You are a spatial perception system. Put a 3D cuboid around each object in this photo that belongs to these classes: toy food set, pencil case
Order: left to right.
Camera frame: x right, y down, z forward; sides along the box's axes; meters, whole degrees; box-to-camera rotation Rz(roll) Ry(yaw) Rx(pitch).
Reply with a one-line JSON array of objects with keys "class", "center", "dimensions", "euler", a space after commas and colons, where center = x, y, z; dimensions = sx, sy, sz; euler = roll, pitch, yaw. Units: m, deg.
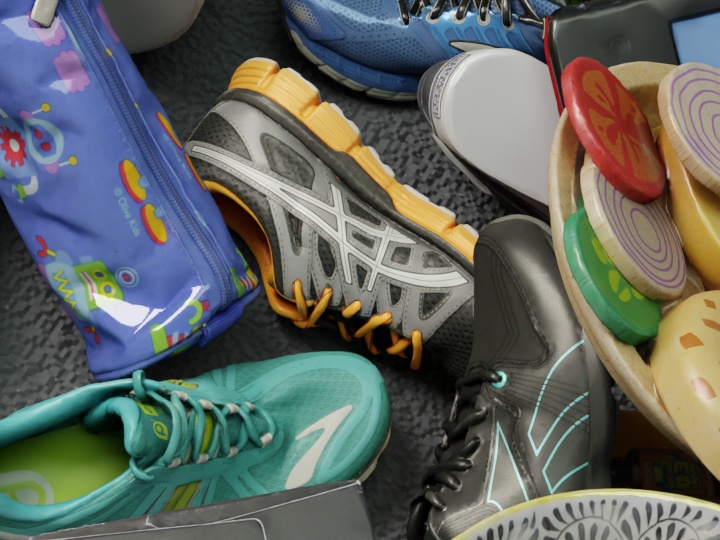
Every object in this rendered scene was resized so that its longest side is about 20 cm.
[{"class": "pencil case", "center": [-0.112, -0.054, 0.819], "dimensions": [0.078, 0.087, 0.201], "euler": [-37, 109, -34]}, {"class": "toy food set", "center": [0.148, -0.002, 0.789], "dimensions": [0.200, 0.049, 0.199], "euler": [-25, 80, -47]}]

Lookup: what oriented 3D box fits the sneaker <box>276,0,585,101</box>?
[{"class": "sneaker", "center": [0.060, -0.124, 0.937], "dimensions": [0.199, 0.089, 0.079], "euler": [6, 62, -11]}]

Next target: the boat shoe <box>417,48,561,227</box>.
[{"class": "boat shoe", "center": [0.109, -0.031, 0.917], "dimensions": [0.199, 0.068, 0.072], "euler": [31, 88, -15]}]

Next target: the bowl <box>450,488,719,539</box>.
[{"class": "bowl", "center": [0.093, 0.181, 0.680], "dimensions": [0.199, 0.095, 0.202], "euler": [5, 45, -5]}]

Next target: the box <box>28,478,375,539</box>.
[{"class": "box", "center": [-0.047, 0.197, 0.744], "dimensions": [0.131, 0.115, 0.201], "euler": [-8, 66, -16]}]

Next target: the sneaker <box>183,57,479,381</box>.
[{"class": "sneaker", "center": [0.000, 0.000, 0.878], "dimensions": [0.200, 0.078, 0.077], "euler": [41, 72, 14]}]

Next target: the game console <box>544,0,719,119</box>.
[{"class": "game console", "center": [0.187, -0.045, 0.883], "dimensions": [0.199, 0.031, 0.178], "euler": [-14, 95, -14]}]

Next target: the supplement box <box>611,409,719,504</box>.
[{"class": "supplement box", "center": [0.145, 0.101, 0.865], "dimensions": [0.199, 0.069, 0.067], "euler": [4, 64, -14]}]

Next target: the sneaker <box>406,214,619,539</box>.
[{"class": "sneaker", "center": [0.057, 0.076, 0.776], "dimensions": [0.079, 0.075, 0.201], "euler": [-5, 76, -11]}]

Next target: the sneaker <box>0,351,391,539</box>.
[{"class": "sneaker", "center": [-0.076, 0.074, 0.815], "dimensions": [0.199, 0.080, 0.078], "euler": [-14, 69, -20]}]

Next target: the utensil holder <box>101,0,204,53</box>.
[{"class": "utensil holder", "center": [-0.111, -0.221, 0.898], "dimensions": [0.169, 0.170, 0.201], "euler": [21, 63, -3]}]
